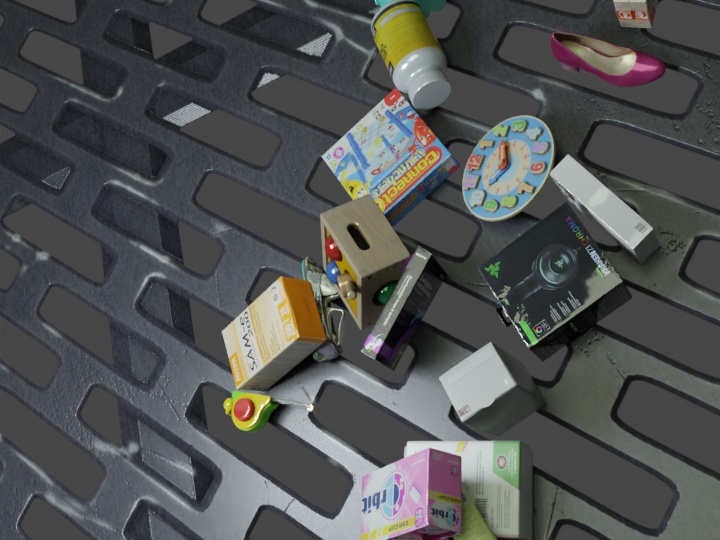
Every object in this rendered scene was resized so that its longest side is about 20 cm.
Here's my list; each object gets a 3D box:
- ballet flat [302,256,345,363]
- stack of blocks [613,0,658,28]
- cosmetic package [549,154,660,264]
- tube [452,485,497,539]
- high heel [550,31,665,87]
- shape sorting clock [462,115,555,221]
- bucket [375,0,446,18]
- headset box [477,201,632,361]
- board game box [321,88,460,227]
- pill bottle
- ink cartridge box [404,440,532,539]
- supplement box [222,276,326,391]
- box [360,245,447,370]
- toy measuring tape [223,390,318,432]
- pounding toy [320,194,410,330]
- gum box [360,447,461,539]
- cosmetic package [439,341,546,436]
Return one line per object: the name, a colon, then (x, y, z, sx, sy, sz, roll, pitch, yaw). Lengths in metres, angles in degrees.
ballet flat: (-0.062, 0.067, 1.783, 0.071, 0.072, 0.205, -15, 71, 21)
stack of blocks: (0.496, -0.546, 1.692, 0.058, 0.115, 0.204, 9, 77, 28)
cosmetic package: (0.404, -0.101, 1.602, 0.051, 0.082, 0.200, -45, 59, 7)
tube: (0.173, 0.408, 1.446, 0.201, 0.051, 0.059, 59, 136, 36)
high heel: (0.428, -0.376, 1.677, 0.197, 0.096, 0.068, 21, 82, 31)
shape sorting clock: (0.257, -0.182, 1.701, 0.198, 0.039, 0.203, -31, 46, 38)
bucket: (0.094, -0.615, 1.903, 0.203, 0.135, 0.212, -9, 69, 23)
headset box: (0.314, 0.023, 1.596, 0.199, 0.093, 0.176, -36, 60, 12)
board game box: (0.055, -0.207, 1.826, 0.199, 0.056, 0.197, -41, 59, 8)
pill bottle: (0.100, -0.410, 1.842, 0.111, 0.112, 0.203, -29, 62, 14)
ink cartridge box: (0.173, 0.354, 1.554, 0.196, 0.084, 0.148, -5, 70, 25)
supplement box: (-0.162, 0.119, 1.770, 0.200, 0.073, 0.128, -41, 56, 35)
box: (0.078, 0.069, 1.667, 0.036, 0.143, 0.203, 26, 85, 20)
toy measuring tape: (-0.170, 0.266, 1.766, 0.196, 0.073, 0.075, 4, 74, 28)
pounding toy: (0.000, 0.000, 1.676, 0.140, 0.186, 0.201, -23, 56, -16)
gum box: (0.071, 0.357, 1.477, 0.199, 0.065, 0.116, -36, 42, 49)
cosmetic package: (0.212, 0.191, 1.525, 0.106, 0.200, 0.091, -34, 61, 10)
